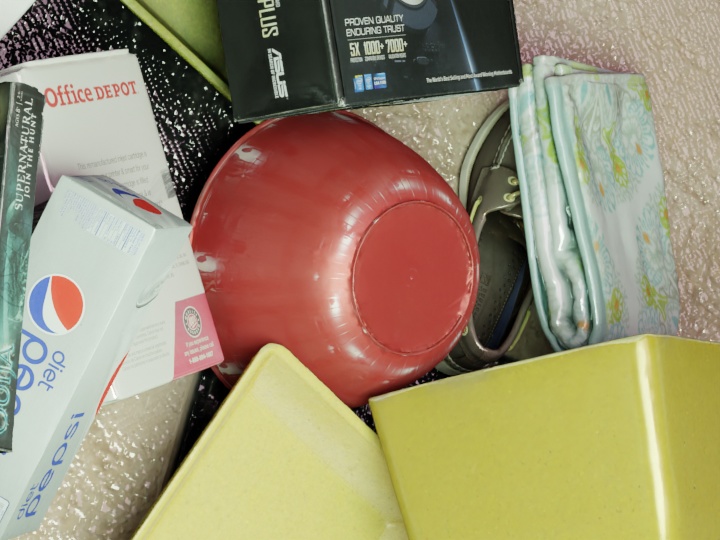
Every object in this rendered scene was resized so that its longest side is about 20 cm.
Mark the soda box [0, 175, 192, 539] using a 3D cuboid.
[{"bbox_3d":[-0.171,0.048,1.537,0.063,0.068,0.200,29,98,11],"label":"soda box"}]

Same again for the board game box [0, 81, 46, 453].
[{"bbox_3d":[-0.236,0.002,1.525,0.028,0.135,0.200,17,73,-49],"label":"board game box"}]

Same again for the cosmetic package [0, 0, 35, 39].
[{"bbox_3d":[-0.235,-0.204,1.671,0.113,0.081,0.200,47,62,-16],"label":"cosmetic package"}]

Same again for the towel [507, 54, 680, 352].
[{"bbox_3d":[0.161,-0.040,1.856,0.171,0.048,0.200,-1,83,-62],"label":"towel"}]

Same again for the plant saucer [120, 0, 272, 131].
[{"bbox_3d":[-0.078,-0.207,1.752,0.200,0.048,0.200,42,62,-47],"label":"plant saucer"}]

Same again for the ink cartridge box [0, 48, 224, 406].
[{"bbox_3d":[-0.170,-0.021,1.648,0.146,0.083,0.200,-18,92,-65],"label":"ink cartridge box"}]

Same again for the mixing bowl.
[{"bbox_3d":[0.000,0.000,1.739,0.200,0.108,0.201,-4,97,-36],"label":"mixing bowl"}]

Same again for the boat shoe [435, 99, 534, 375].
[{"bbox_3d":[0.097,-0.026,1.853,0.072,0.059,0.200,29,70,-23],"label":"boat shoe"}]

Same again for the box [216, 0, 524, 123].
[{"bbox_3d":[0.004,-0.183,1.732,0.200,0.086,0.164,-10,92,-52],"label":"box"}]

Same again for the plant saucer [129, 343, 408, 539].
[{"bbox_3d":[-0.058,0.177,1.716,0.200,0.048,0.200,45,69,-30],"label":"plant saucer"}]

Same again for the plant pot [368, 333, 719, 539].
[{"bbox_3d":[0.145,0.160,1.727,0.194,0.195,0.200,9,70,-60],"label":"plant pot"}]
